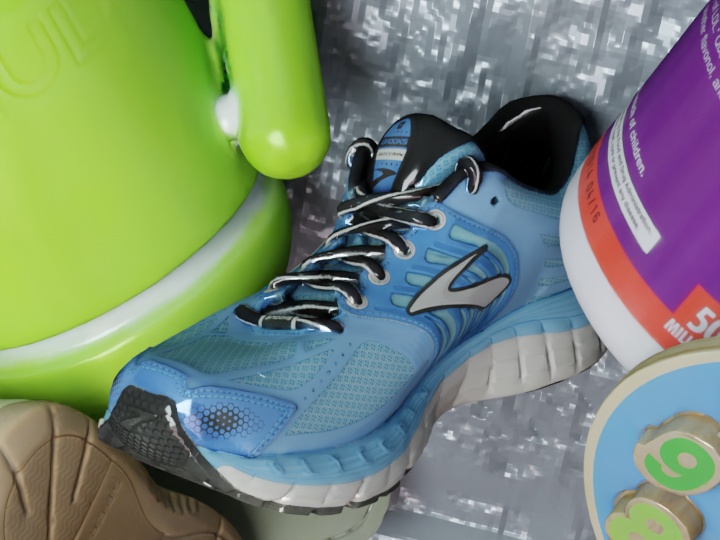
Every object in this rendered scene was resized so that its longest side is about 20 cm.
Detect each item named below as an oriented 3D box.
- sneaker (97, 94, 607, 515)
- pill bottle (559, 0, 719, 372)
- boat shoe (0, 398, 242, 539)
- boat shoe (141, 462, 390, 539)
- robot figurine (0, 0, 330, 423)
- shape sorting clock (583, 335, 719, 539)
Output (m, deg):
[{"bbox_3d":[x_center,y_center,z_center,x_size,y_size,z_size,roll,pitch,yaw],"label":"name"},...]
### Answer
[{"bbox_3d":[0.000,0.000,0.756,0.078,0.200,0.090,18,118,32],"label":"sneaker"},{"bbox_3d":[0.145,-0.049,0.714,0.112,0.112,0.200,30,128,-7],"label":"pill bottle"},{"bbox_3d":[-0.089,0.087,0.814,0.065,0.072,0.200,21,163,27],"label":"boat shoe"},{"bbox_3d":[-0.090,0.050,0.887,0.201,0.072,0.061,15,171,-9],"label":"boat shoe"},{"bbox_3d":[-0.095,-0.040,0.786,0.175,0.116,0.200,-18,119,21],"label":"robot figurine"},{"bbox_3d":[0.142,0.096,0.704,0.200,0.039,0.200,27,143,23],"label":"shape sorting clock"}]
